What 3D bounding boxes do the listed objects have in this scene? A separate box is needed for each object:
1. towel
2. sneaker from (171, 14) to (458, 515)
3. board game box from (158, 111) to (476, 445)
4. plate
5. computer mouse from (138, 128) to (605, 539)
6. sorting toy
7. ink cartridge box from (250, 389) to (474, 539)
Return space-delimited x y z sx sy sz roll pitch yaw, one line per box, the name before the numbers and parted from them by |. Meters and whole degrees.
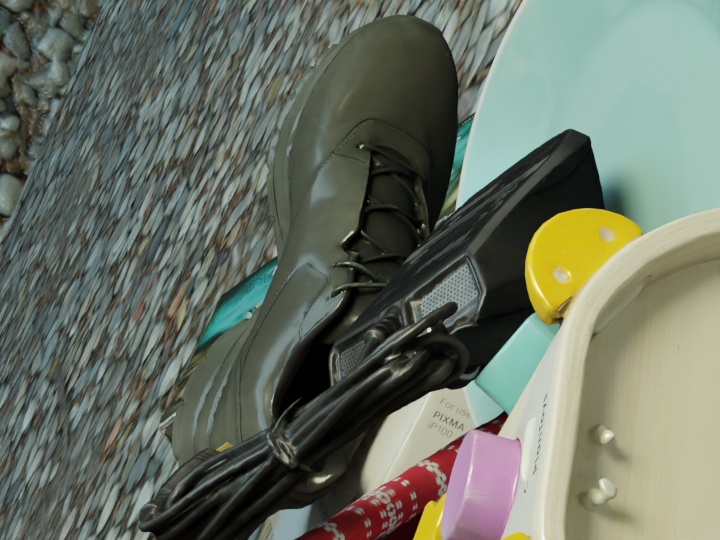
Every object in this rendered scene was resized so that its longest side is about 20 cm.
towel | -0.027 0.103 0.900 0.199 0.023 0.145 -29 -8 -37
sneaker | 0.000 0.000 1.061 0.091 0.076 0.201 -3 68 64
board game box | 0.001 -0.002 1.299 0.200 0.028 0.135 -36 14 24
plate | 0.086 -0.023 0.937 0.200 0.025 0.202 -37 48 55
computer mouse | 0.012 0.033 0.882 0.140 0.046 0.200 -37 5 28
sorting toy | 0.052 0.094 0.790 0.180 0.106 0.201 129 157 -52
ink cartridge box | 0.017 0.103 1.109 0.201 0.082 0.147 -62 13 11
